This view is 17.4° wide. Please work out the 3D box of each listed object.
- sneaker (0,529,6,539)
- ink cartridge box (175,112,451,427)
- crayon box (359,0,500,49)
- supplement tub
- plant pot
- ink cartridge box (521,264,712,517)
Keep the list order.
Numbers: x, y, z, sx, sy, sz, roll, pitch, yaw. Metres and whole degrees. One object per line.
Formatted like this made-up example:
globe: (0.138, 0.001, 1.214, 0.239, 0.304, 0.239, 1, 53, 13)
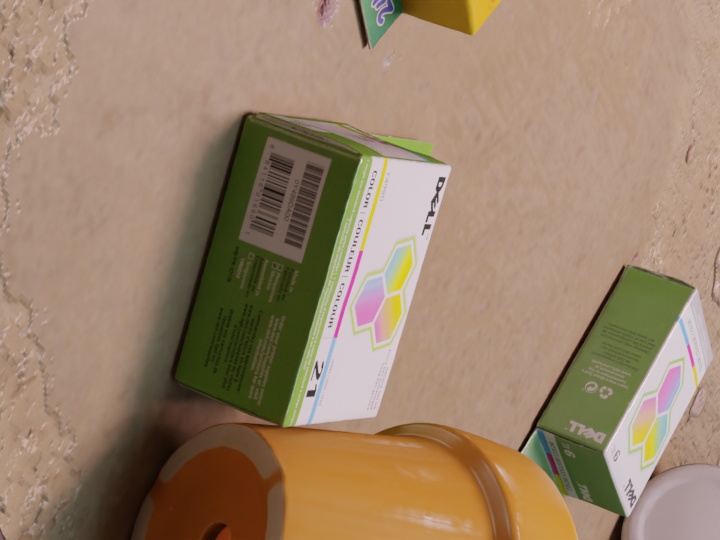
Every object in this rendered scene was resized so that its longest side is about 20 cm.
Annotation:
sneaker: (-0.176, 0.056, 1.003, 0.116, 0.075, 0.200, -61, 151, -23)
ink cartridge box: (0.000, 0.000, 1.278, 0.200, 0.076, 0.148, 1, 108, -60)
crayon box: (0.068, -0.221, 1.278, 0.200, 0.051, 0.126, -52, 148, -30)
supplement tub: (0.291, 0.246, 1.925, 0.123, 0.122, 0.200, -61, 152, -16)
plant pot: (-0.016, 0.165, 1.245, 0.183, 0.200, 0.201, 23, 88, -38)
ink cartridge box: (0.181, 0.108, 1.699, 0.200, 0.059, 0.104, -58, 151, -21)
